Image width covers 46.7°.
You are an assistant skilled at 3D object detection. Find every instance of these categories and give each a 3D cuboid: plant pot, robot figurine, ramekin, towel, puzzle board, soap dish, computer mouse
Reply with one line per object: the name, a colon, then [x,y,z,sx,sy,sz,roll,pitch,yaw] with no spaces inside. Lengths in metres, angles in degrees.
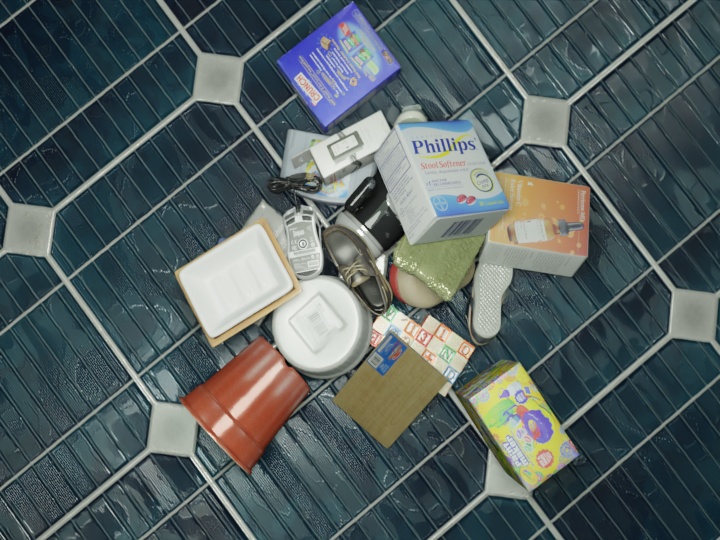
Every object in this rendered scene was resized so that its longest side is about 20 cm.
plant pot: [-0.212,0.248,1.608,0.201,0.201,0.195,45,78,2]
robot figurine: [0.037,-0.113,1.645,0.200,0.125,0.150,-46,103,-2]
ramekin: [-0.078,0.105,1.612,0.195,0.098,0.206,-1,82,7]
towel: [0.149,-0.046,1.566,0.147,0.037,0.202,34,51,-4]
puzzle board: [0.058,0.236,1.655,0.150,0.017,0.201,40,110,2]
soap dish: [-0.223,0.023,1.549,0.197,0.081,0.159,-31,80,0]
computer mouse: [-0.114,-0.083,1.589,0.107,0.044,0.205,-8,87,6]

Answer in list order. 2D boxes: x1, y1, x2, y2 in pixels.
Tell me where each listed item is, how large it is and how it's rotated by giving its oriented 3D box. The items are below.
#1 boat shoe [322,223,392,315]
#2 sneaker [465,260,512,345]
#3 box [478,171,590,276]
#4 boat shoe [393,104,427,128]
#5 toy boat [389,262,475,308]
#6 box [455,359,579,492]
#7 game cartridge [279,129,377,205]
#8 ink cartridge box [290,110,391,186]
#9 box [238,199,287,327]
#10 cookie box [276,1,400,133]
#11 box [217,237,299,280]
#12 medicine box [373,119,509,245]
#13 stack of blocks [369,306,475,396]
boat shoe: [0.000,0.000,1.566,0.074,0.074,0.201,-35,109,10]
sneaker: [0.254,0.054,1.682,0.077,0.080,0.204,18,61,0]
box: [0.343,-0.091,1.653,0.195,0.107,0.156,8,68,0]
boat shoe: [0.099,-0.285,1.637,0.068,0.201,0.073,-4,78,5]
toy boat: [0.128,-0.013,1.661,0.198,0.129,0.133,-28,118,-36]
box: [0.294,0.291,1.603,0.121,0.193,0.202,-33,88,-3]
game cartridge: [-0.064,-0.205,1.709,0.195,0.040,0.137,10,90,0]
ink cartridge box: [-0.034,-0.227,1.637,0.197,0.116,0.069,-27,87,-1]
box: [-0.195,-0.013,1.640,0.140,0.079,0.202,36,86,-3]
cookie box: [-0.045,-0.412,1.703,0.198,0.075,0.173,-37,88,-3]
box: [-0.203,0.006,1.695,0.195,0.032,0.124,8,86,1]
medicine box: [0.150,-0.166,1.552,0.179,0.103,0.204,-9,67,-32]
stack of blocks: [0.117,0.146,1.676,0.198,0.059,0.116,34,86,1]
